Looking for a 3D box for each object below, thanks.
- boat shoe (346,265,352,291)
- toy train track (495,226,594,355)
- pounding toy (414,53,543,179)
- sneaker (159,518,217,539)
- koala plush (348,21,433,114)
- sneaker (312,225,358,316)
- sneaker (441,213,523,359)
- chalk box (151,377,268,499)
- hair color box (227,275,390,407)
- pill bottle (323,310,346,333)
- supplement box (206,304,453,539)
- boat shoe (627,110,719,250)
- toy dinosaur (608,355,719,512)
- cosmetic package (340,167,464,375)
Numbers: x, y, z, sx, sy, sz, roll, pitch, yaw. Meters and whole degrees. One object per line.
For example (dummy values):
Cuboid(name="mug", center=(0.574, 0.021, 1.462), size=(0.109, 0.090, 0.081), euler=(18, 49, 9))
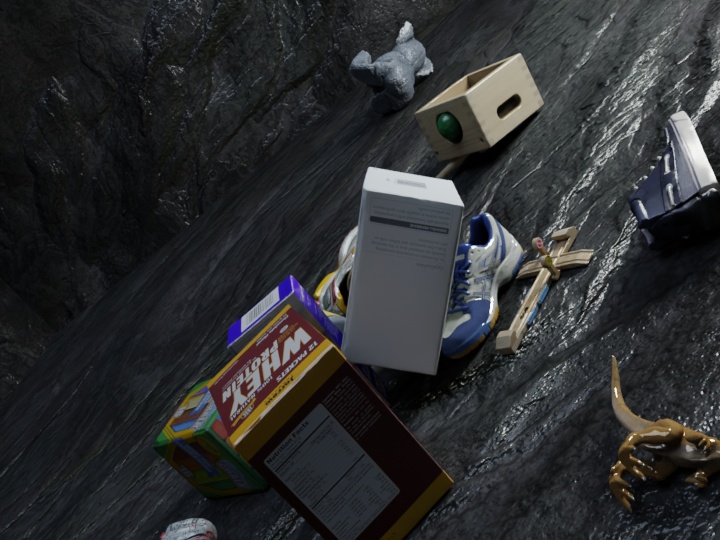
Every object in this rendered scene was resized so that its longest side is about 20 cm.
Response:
Cuboid(name="boat shoe", center=(0.060, -0.026, 1.306), size=(0.199, 0.072, 0.068), euler=(-40, 17, -2))
Cuboid(name="toy train track", center=(0.207, 0.014, 0.981), size=(0.114, 0.033, 0.201), euler=(-17, 33, 53))
Cuboid(name="pounding toy", center=(0.198, -0.258, 1.479), size=(0.199, 0.144, 0.183), euler=(-39, 16, -26))
Cuboid(name="sneaker", center=(-0.263, 0.397, 1.049), size=(0.199, 0.068, 0.108), euler=(-36, 18, 9))
Cuboid(name="koala plush", center=(0.109, -0.552, 2.231), size=(0.201, 0.179, 0.182), euler=(-48, 31, -21))
Cuboid(name="sneaker", center=(0.000, 0.000, 1.386), size=(0.081, 0.078, 0.203), euler=(-8, 47, 52))
Cuboid(name="sneaker", center=(0.134, 0.016, 1.036), size=(0.074, 0.088, 0.202), euler=(-17, 34, 46))
Cuboid(name="chalk box", center=(-0.172, 0.224, 1.147), size=(0.198, 0.125, 0.125), euler=(-24, 25, 46))
Cuboid(name="hair color box", center=(-0.063, 0.121, 1.030), size=(0.109, 0.201, 0.065), euler=(-38, 20, 6))
Cuboid(name="pill bottle", center=(-0.068, 0.114, 1.195), size=(0.114, 0.115, 0.199), euler=(-46, 19, -13))
Cuboid(name="supplement box", center=(-0.040, 0.171, 0.875), size=(0.133, 0.201, 0.197), euler=(-43, 19, -7))
Cuboid(name="boat shoe", center=(0.335, -0.102, 0.903), size=(0.091, 0.075, 0.201), euler=(-24, 25, 24))
Cuboid(name="toy dinosaur", center=(0.236, 0.135, 0.649), size=(0.104, 0.062, 0.199), euler=(-22, 17, -22))
Cuboid(name="cosmetic package", center=(0.049, -0.007, 1.015), size=(0.200, 0.120, 0.205), euler=(-80, -1, -76))
